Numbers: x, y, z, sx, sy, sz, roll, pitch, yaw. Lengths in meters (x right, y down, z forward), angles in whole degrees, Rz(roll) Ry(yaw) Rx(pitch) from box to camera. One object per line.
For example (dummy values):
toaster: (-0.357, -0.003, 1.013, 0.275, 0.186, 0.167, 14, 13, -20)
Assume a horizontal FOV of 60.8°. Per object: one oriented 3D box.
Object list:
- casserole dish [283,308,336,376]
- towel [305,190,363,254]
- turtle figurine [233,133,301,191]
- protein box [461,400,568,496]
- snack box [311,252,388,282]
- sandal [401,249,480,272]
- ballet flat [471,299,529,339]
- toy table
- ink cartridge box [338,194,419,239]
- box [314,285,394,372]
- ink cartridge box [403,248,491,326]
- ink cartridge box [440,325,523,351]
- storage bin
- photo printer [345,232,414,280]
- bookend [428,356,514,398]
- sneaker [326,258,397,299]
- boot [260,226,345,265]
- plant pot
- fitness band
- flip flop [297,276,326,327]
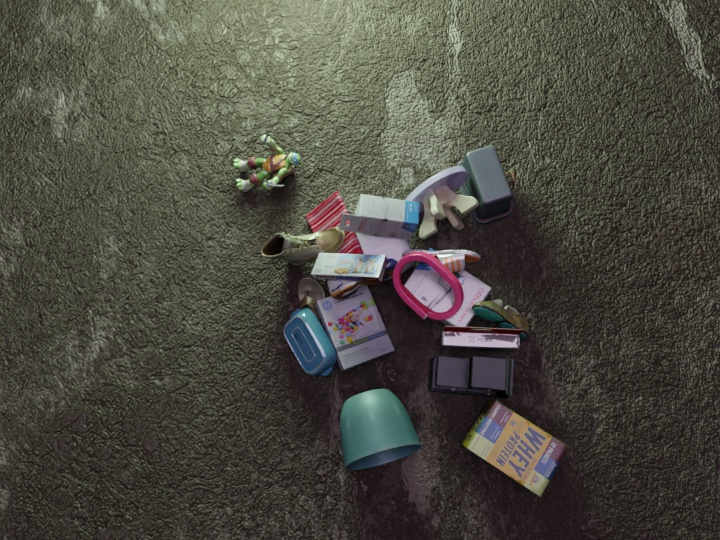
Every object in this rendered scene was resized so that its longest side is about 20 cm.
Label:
casserole dish: (-0.144, 0.197, 1.662, 0.121, 0.039, 0.200, -42, 71, 33)
towel: (-0.076, -0.102, 1.727, 0.145, 0.022, 0.200, -32, 73, 37)
turtle figurine: (-0.284, -0.305, 1.755, 0.194, 0.200, 0.144, -16, 109, 24)
protein box: (0.374, 0.434, 1.521, 0.198, 0.200, 0.135, 32, 82, 11)
snack box: (-0.030, -0.009, 1.618, 0.200, 0.024, 0.072, 3, 56, 26)
sandal: (0.211, -0.018, 1.617, 0.206, 0.079, 0.059, 1, 77, 13)
ballet flat: (0.374, 0.115, 1.627, 0.200, 0.071, 0.071, 30, 80, -25)
toy table: (0.224, -0.182, 1.688, 0.200, 0.184, 0.117, -39, 63, 32)
ink cartridge box: (0.048, -0.144, 1.637, 0.200, 0.116, 0.067, 8, 71, -7)
box: (-0.016, 0.155, 1.673, 0.156, 0.041, 0.200, -17, 75, -21)
ink cartridge box: (0.233, 0.057, 1.676, 0.200, 0.086, 0.147, 33, 82, 12)
ink cartridge box: (0.312, 0.180, 1.596, 0.200, 0.174, 0.044, 2, 78, 5)
storage bin: (0.360, -0.247, 1.706, 0.145, 0.134, 0.200, -17, 78, 1)
photo printer: (0.051, -0.071, 1.726, 0.166, 0.069, 0.200, -21, 77, 0)
bookend: (0.278, 0.270, 1.567, 0.198, 0.200, 0.092, 5, 78, 5)
sneaker: (0.000, 0.000, 1.648, 0.200, 0.075, 0.088, -23, 64, 2)
boot: (-0.155, -0.073, 1.671, 0.200, 0.155, 0.072, -22, 72, 25)
plant pot: (0.038, 0.399, 1.568, 0.200, 0.201, 0.161, -17, 64, 1)
fitness band: (0.174, 0.043, 1.593, 0.200, 0.037, 0.144, 44, 120, 4)
flip flop: (-0.141, 0.116, 1.706, 0.081, 0.058, 0.200, 0, 80, 9)
